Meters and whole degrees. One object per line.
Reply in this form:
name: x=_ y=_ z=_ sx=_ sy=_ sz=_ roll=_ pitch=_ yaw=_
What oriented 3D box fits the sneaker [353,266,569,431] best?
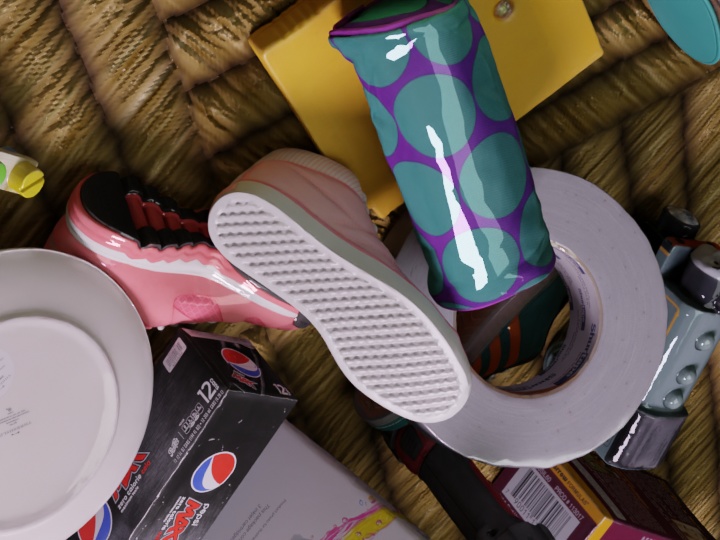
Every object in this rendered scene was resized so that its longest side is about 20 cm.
sneaker: x=0.087 y=0.054 z=1.236 sx=0.200 sy=0.071 sz=0.080 roll=-42 pitch=132 yaw=-1

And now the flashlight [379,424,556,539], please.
flashlight: x=0.083 y=0.159 z=1.225 sx=0.067 sy=0.200 sz=0.068 roll=-32 pitch=137 yaw=-9

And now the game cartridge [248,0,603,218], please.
game cartridge: x=0.047 y=-0.144 z=1.087 sx=0.199 sy=0.033 sz=0.177 roll=-35 pitch=136 yaw=-2

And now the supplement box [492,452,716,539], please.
supplement box: x=0.206 y=0.220 z=1.420 sx=0.199 sy=0.111 sz=0.086 roll=23 pitch=110 yaw=-43

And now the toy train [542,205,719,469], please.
toy train: x=0.217 y=0.054 z=1.295 sx=0.085 sy=0.114 sz=0.201 roll=6 pitch=120 yaw=-37

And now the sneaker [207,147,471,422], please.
sneaker: x=0.000 y=0.000 z=1.071 sx=0.200 sy=0.105 sz=0.075 roll=42 pitch=120 yaw=-8

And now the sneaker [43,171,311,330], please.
sneaker: x=-0.117 y=0.003 z=1.075 sx=0.199 sy=0.074 sz=0.087 roll=22 pitch=125 yaw=-39

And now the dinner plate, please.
dinner plate: x=-0.202 y=0.086 z=0.984 sx=0.199 sy=0.024 sz=0.202 roll=-14 pitch=114 yaw=-34

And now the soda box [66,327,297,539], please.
soda box: x=-0.128 y=0.136 z=1.097 sx=0.070 sy=0.063 sz=0.201 roll=13 pitch=117 yaw=-50

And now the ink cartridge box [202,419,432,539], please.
ink cartridge box: x=-0.011 y=0.227 z=1.158 sx=0.145 sy=0.200 sz=0.145 roll=-49 pitch=149 yaw=-5

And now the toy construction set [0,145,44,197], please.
toy construction set: x=-0.258 y=-0.067 z=0.885 sx=0.131 sy=0.092 sz=0.201 roll=-49 pitch=137 yaw=-15

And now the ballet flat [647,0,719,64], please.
ballet flat: x=0.209 y=-0.214 z=1.122 sx=0.200 sy=0.069 sz=0.072 roll=39 pitch=79 yaw=-45

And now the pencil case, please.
pencil case: x=0.051 y=-0.075 z=1.031 sx=0.085 sy=0.092 sz=0.201 roll=-41 pitch=122 yaw=-34

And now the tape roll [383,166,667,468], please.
tape roll: x=0.105 y=0.031 z=1.158 sx=0.198 sy=0.066 sz=0.203 roll=0 pitch=90 yaw=-12
